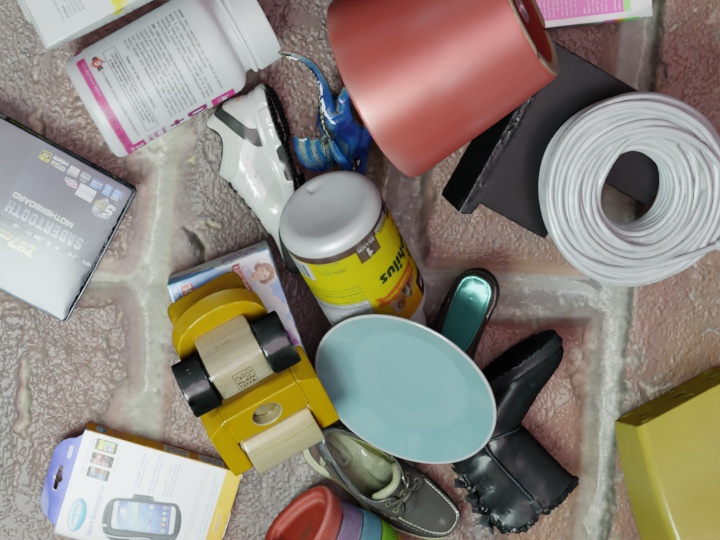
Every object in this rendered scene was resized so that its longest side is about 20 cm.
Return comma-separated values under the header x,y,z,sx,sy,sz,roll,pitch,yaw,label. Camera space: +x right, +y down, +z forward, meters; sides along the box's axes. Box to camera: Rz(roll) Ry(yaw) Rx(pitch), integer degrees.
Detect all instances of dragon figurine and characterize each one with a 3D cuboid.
x,y,z,sx,sy,sz,roll,pitch,yaw,label
-0.028,-0.134,1.681,0.200,0.059,0.100,49,58,-45,dragon figurine

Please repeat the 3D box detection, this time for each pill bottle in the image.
x,y,z,sx,sy,sz,roll,pitch,yaw,label
0.000,0.000,1.678,0.109,0.109,0.200,-31,134,-2,pill bottle
-0.186,-0.210,1.655,0.199,0.113,0.114,-30,100,-2,pill bottle

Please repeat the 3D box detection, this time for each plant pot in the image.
x,y,z,sx,sy,sz,roll,pitch,yaw,label
0.381,0.211,1.758,0.199,0.200,0.177,-27,88,-3,plant pot
0.088,-0.219,1.622,0.177,0.201,0.201,-25,101,19,plant pot

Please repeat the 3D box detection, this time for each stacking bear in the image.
x,y,z,sx,sy,sz,roll,pitch,yaw,label
0.010,0.326,1.761,0.200,0.122,0.114,35,107,-21,stacking bear

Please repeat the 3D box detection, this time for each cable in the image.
x,y,z,sx,sy,sz,roll,pitch,yaw,label
0.279,-0.084,1.667,0.199,0.069,0.201,-28,107,-1,cable

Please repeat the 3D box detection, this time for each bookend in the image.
x,y,z,sx,sy,sz,roll,pitch,yaw,label
0.225,-0.114,1.733,0.199,0.092,0.200,27,98,-14,bookend

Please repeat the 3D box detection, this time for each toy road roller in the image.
x,y,z,sx,sy,sz,roll,pitch,yaw,label
-0.118,0.095,1.650,0.122,0.146,0.200,-28,137,-3,toy road roller

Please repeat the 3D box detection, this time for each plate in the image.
x,y,z,sx,sy,sz,roll,pitch,yaw,label
0.048,0.117,1.673,0.199,0.026,0.201,16,134,17,plate

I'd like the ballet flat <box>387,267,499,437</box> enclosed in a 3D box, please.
x,y,z,sx,sy,sz,roll,pitch,yaw,label
0.094,0.089,1.750,0.068,0.068,0.201,31,99,6,ballet flat

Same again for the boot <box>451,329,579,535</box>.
x,y,z,sx,sy,sz,roll,pitch,yaw,label
0.177,0.181,1.777,0.198,0.073,0.163,-38,98,6,boot

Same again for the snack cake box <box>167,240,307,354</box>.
x,y,z,sx,sy,sz,roll,pitch,yaw,label
-0.117,0.083,1.727,0.114,0.067,0.201,-20,100,-2,snack cake box

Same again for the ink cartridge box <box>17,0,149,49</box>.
x,y,z,sx,sy,sz,roll,pitch,yaw,label
-0.253,-0.324,1.614,0.199,0.145,0.145,-28,100,-3,ink cartridge box

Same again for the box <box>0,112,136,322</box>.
x,y,z,sx,sy,sz,roll,pitch,yaw,label
-0.353,-0.062,1.685,0.199,0.051,0.158,29,94,-11,box

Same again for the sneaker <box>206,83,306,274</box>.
x,y,z,sx,sy,sz,roll,pitch,yaw,label
-0.100,-0.090,1.714,0.079,0.074,0.201,-16,96,12,sneaker

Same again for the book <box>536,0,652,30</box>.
x,y,z,sx,sy,sz,roll,pitch,yaw,label
0.201,-0.320,1.718,0.198,0.048,0.135,-6,92,-5,book

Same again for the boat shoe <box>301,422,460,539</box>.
x,y,z,sx,sy,sz,roll,pitch,yaw,label
0.025,0.230,1.764,0.200,0.066,0.072,35,81,-10,boat shoe

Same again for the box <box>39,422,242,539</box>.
x,y,z,sx,sy,sz,roll,pitch,yaw,label
-0.237,0.241,1.749,0.199,0.041,0.120,18,95,-7,box
